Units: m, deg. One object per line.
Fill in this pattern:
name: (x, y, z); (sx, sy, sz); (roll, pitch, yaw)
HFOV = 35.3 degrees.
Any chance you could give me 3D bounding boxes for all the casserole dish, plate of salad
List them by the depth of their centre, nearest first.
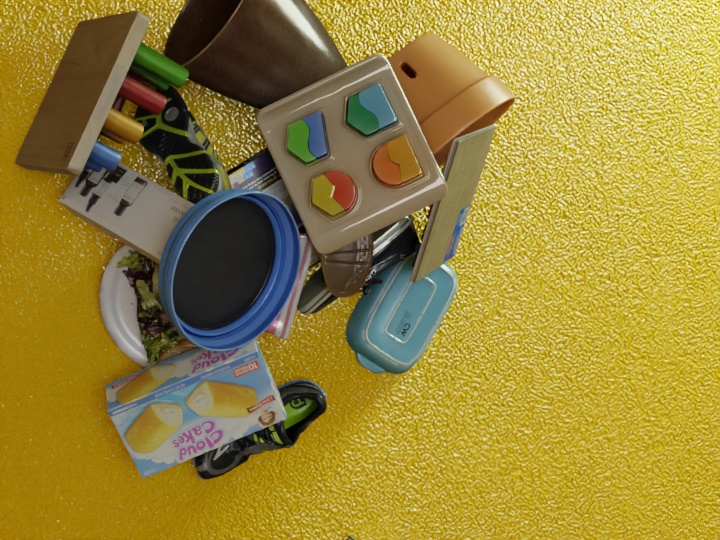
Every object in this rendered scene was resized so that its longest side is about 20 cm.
plate of salad: (-0.234, 0.045, 1.434); (0.199, 0.048, 0.201); (1, 108, 3)
casserole dish: (0.064, 0.053, 1.585); (0.121, 0.039, 0.200); (33, 81, -17)

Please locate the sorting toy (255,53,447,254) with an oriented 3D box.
sorting toy: (-0.011, -0.146, 1.415); (0.185, 0.036, 0.201); (-25, 90, 2)

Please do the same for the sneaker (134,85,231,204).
sneaker: (-0.224, -0.151, 1.436); (0.075, 0.076, 0.200); (-31, 62, 7)

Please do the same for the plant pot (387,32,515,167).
plant pot: (0.089, -0.222, 1.521); (0.200, 0.200, 0.140); (-36, 85, -16)

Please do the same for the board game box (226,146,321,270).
board game box: (-0.098, -0.083, 1.515); (0.200, 0.057, 0.166); (-33, 103, -16)

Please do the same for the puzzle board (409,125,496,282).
puzzle board: (0.122, -0.092, 1.517); (0.017, 0.151, 0.201); (24, 113, 18)

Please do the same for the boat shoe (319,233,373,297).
boat shoe: (-0.027, -0.066, 1.477); (0.071, 0.064, 0.201); (-2, 92, -21)

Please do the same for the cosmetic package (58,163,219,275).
cosmetic package: (-0.270, -0.069, 1.395); (0.200, 0.051, 0.083); (28, 80, 23)

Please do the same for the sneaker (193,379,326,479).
sneaker: (-0.132, 0.207, 1.491); (0.199, 0.083, 0.071); (-29, 104, -16)

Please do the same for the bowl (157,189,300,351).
bowl: (-0.158, -0.003, 1.362); (0.200, 0.039, 0.201); (-24, 125, -39)

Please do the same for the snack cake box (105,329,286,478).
snack cake box: (-0.207, 0.167, 1.432); (0.199, 0.067, 0.115); (-22, 118, -4)

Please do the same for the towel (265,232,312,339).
towel: (-0.170, 0.000, 1.455); (0.199, 0.030, 0.147); (14, 105, -2)

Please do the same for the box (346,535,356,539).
box: (-0.049, 0.464, 1.542); (0.200, 0.050, 0.075); (-46, 106, -13)

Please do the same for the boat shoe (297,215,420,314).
boat shoe: (0.000, 0.000, 1.537); (0.200, 0.075, 0.062); (-39, 114, -7)

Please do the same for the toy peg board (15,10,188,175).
toy peg board: (-0.307, -0.196, 1.372); (0.098, 0.200, 0.200); (27, 82, -33)

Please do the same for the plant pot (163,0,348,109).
plant pot: (-0.117, -0.281, 1.455); (0.200, 0.187, 0.187); (34, 79, -31)
